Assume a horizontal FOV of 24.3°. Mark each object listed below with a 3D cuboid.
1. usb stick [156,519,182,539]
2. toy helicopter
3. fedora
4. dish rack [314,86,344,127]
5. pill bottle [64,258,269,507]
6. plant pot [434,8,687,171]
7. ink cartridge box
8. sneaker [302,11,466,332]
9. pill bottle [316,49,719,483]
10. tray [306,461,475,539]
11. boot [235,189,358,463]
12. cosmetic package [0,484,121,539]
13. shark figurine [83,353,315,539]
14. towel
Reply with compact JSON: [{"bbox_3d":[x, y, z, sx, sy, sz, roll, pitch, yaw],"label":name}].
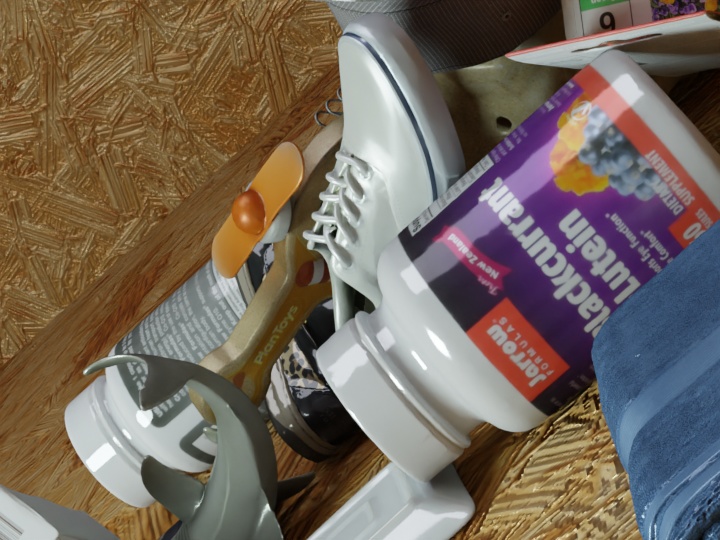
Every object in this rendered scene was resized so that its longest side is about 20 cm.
[{"bbox_3d":[-0.129,0.190,1.024,0.200,0.033,0.055,-43,11,5],"label":"usb stick"},{"bbox_3d":[-0.036,-0.001,0.917,0.079,0.132,0.201,42,102,38],"label":"toy helicopter"},{"bbox_3d":[0.045,-0.166,0.878,0.200,0.091,0.176,-40,41,-20],"label":"fedora"},{"bbox_3d":[0.014,-0.077,1.162,0.200,0.054,0.155,-43,48,47],"label":"dish rack"},{"bbox_3d":[-0.109,0.070,1.195,0.200,0.114,0.114,-40,11,12],"label":"pill bottle"},{"bbox_3d":[0.116,-0.139,1.000,0.200,0.200,0.184,-30,22,48],"label":"plant pot"},{"bbox_3d":[0.163,-0.132,0.833,0.108,0.051,0.199,-8,-2,35],"label":"ink cartridge box"},{"bbox_3d":[0.009,-0.029,0.831,0.070,0.202,0.073,-28,39,-22],"label":"sneaker"},{"bbox_3d":[0.078,0.003,0.778,0.200,0.112,0.111,-42,11,8],"label":"pill bottle"},{"bbox_3d":[-0.031,0.161,0.807,0.200,0.022,0.107,-43,12,2],"label":"tray"},{"bbox_3d":[0.000,0.000,1.023,0.150,0.073,0.201,-34,46,25],"label":"boot"},{"bbox_3d":[-0.218,0.222,0.931,0.201,0.051,0.151,-55,-13,-6],"label":"cosmetic package"},{"bbox_3d":[-0.069,0.119,0.908,0.127,0.216,0.090,-17,44,-18],"label":"shark figurine"},{"bbox_3d":[0.138,0.040,0.590,0.111,0.049,0.200,-41,12,12],"label":"towel"}]
